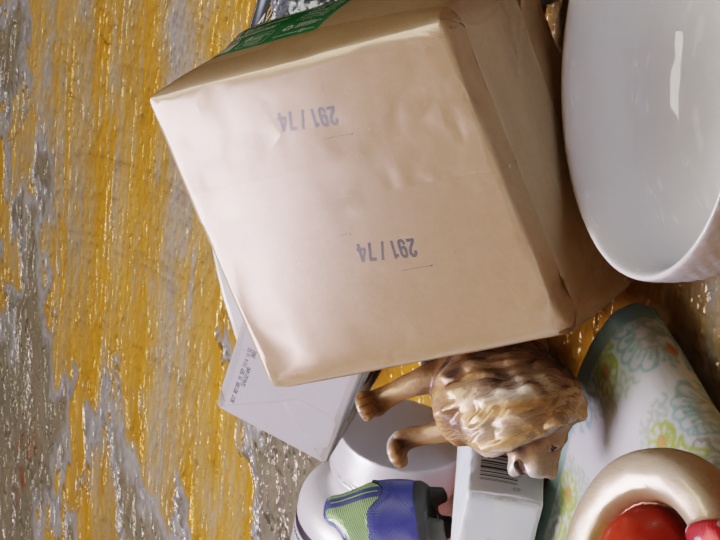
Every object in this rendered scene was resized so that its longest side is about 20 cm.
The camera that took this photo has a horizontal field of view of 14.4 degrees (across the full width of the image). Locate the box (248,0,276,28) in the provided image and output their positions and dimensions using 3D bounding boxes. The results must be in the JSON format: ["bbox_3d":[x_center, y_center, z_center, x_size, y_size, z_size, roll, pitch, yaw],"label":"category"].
[{"bbox_3d":[-0.026,-0.202,1.878,0.158,0.050,0.200,130,159,-61],"label":"box"}]

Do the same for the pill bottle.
[{"bbox_3d":[0.009,0.186,1.817,0.112,0.111,0.200,-120,35,-52],"label":"pill bottle"}]

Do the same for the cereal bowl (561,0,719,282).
[{"bbox_3d":[0.173,-0.093,1.393,0.200,0.083,0.201,178,90,-69],"label":"cereal bowl"}]

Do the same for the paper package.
[{"bbox_3d":[0.020,-0.051,1.518,0.200,0.103,0.191,-13,106,35],"label":"paper package"}]

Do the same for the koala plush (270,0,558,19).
[{"bbox_3d":[0.068,-0.176,1.584,0.200,0.183,0.178,-42,51,49],"label":"koala plush"}]

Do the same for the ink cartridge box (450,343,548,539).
[{"bbox_3d":[0.068,0.161,1.673,0.160,0.047,0.200,-83,6,-57],"label":"ink cartridge box"}]

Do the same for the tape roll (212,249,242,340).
[{"bbox_3d":[-0.059,-0.005,1.956,0.203,0.037,0.203,-14,-90,-79],"label":"tape roll"}]

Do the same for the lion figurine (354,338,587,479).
[{"bbox_3d":[0.070,0.050,1.576,0.073,0.122,0.200,59,-160,-23],"label":"lion figurine"}]

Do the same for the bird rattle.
[{"bbox_3d":[0.152,0.157,1.372,0.163,0.112,0.200,50,135,40],"label":"bird rattle"}]

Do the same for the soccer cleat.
[{"bbox_3d":[0.019,0.206,1.714,0.065,0.083,0.201,-85,-10,-54],"label":"soccer cleat"}]

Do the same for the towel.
[{"bbox_3d":[0.154,0.145,1.517,0.171,0.048,0.200,-120,34,-48],"label":"towel"}]

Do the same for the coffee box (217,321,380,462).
[{"bbox_3d":[0.000,0.000,1.722,0.200,0.080,0.113,-58,-7,-37],"label":"coffee box"}]
